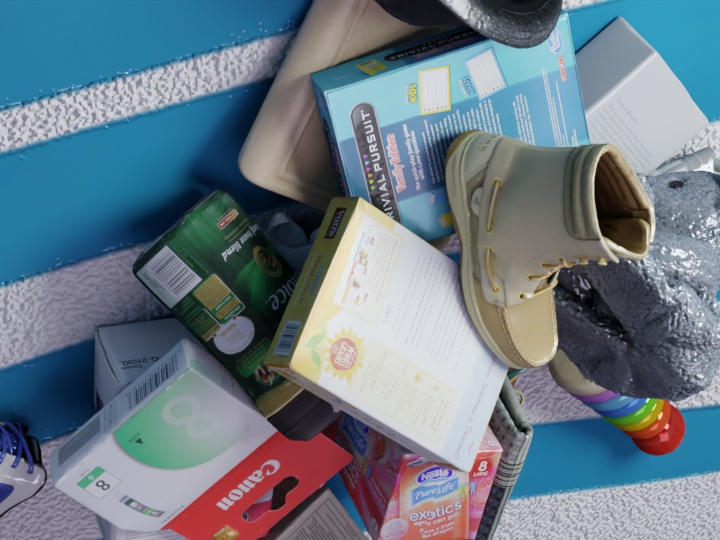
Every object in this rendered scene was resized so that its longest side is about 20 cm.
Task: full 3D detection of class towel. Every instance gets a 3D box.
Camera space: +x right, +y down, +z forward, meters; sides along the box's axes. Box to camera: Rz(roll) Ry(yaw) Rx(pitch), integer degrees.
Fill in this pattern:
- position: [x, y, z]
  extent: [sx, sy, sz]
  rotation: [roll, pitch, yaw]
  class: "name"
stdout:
- position: [0.086, 0.147, 1.660]
  extent: [0.034, 0.200, 0.193]
  rotation: [0, 128, -23]
  class: "towel"

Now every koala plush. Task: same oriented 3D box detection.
- position: [0.252, -0.010, 1.558]
  extent: [0.200, 0.184, 0.177]
  rotation: [-43, 176, -37]
  class: "koala plush"

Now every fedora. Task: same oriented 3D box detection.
- position: [0.061, -0.239, 1.412]
  extent: [0.092, 0.201, 0.200]
  rotation: [-21, 142, 38]
  class: "fedora"

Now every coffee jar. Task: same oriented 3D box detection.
- position: [-0.080, 0.037, 1.498]
  extent: [0.085, 0.104, 0.200]
  rotation: [-40, 95, 25]
  class: "coffee jar"

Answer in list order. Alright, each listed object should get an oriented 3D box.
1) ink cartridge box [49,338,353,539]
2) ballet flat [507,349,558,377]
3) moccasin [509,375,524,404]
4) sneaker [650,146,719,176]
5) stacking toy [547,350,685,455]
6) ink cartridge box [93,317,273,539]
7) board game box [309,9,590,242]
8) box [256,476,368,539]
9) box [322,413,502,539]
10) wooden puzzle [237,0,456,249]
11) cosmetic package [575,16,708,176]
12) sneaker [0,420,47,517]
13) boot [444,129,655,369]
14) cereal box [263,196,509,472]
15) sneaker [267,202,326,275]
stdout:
- position: [-0.125, 0.163, 1.544]
  extent: [0.161, 0.050, 0.200]
  rotation: [-41, 120, 18]
  class: "ink cartridge box"
- position: [0.181, 0.029, 1.682]
  extent: [0.200, 0.067, 0.064]
  rotation: [-28, 93, -31]
  class: "ballet flat"
- position: [0.108, 0.118, 1.725]
  extent: [0.074, 0.078, 0.202]
  rotation: [8, 117, -31]
  class: "moccasin"
- position: [0.320, -0.028, 1.723]
  extent: [0.115, 0.075, 0.200]
  rotation: [-28, 131, -6]
  class: "sneaker"
- position: [0.255, 0.116, 1.804]
  extent: [0.085, 0.085, 0.200]
  rotation: [-40, 138, 7]
  class: "stacking toy"
- position: [-0.150, 0.139, 1.617]
  extent: [0.145, 0.084, 0.200]
  rotation: [-8, 127, -20]
  class: "ink cartridge box"
- position: [0.075, -0.109, 1.487]
  extent: [0.200, 0.047, 0.151]
  rotation: [-18, 118, -9]
  class: "board game box"
- position: [-0.095, 0.279, 1.707]
  extent: [0.200, 0.078, 0.095]
  rotation: [-42, 122, -15]
  class: "box"
- position: [0.033, 0.130, 1.619]
  extent: [0.095, 0.200, 0.103]
  rotation: [0, 123, -23]
  class: "box"
- position: [0.021, -0.127, 1.515]
  extent: [0.200, 0.037, 0.185]
  rotation: [21, 102, -30]
  class: "wooden puzzle"
- position: [0.180, -0.104, 1.598]
  extent: [0.200, 0.071, 0.101]
  rotation: [-40, 130, 7]
  class: "cosmetic package"
- position: [-0.318, 0.140, 1.550]
  extent: [0.115, 0.081, 0.200]
  rotation: [-15, 136, -20]
  class: "sneaker"
- position: [0.152, -0.008, 1.433]
  extent: [0.073, 0.155, 0.200]
  rotation: [-30, 116, -39]
  class: "boot"
- position: [0.032, 0.052, 1.466]
  extent: [0.200, 0.039, 0.144]
  rotation: [34, 70, -34]
  class: "cereal box"
- position: [0.000, 0.000, 1.589]
  extent: [0.200, 0.075, 0.115]
  rotation: [1, 126, -23]
  class: "sneaker"
